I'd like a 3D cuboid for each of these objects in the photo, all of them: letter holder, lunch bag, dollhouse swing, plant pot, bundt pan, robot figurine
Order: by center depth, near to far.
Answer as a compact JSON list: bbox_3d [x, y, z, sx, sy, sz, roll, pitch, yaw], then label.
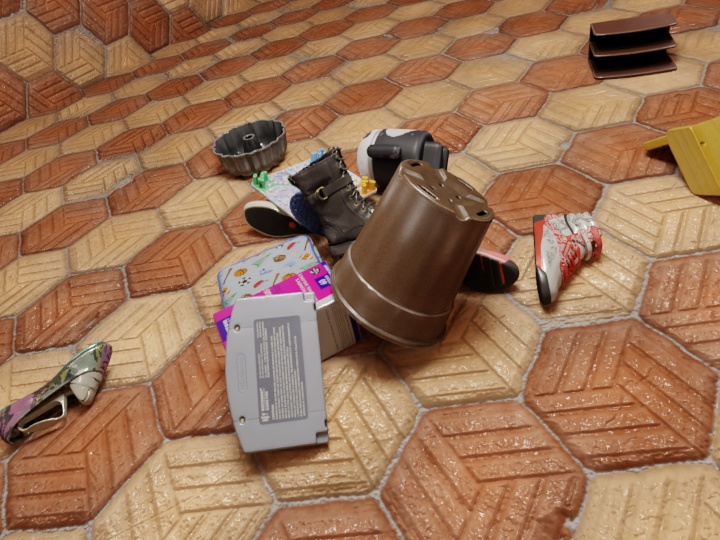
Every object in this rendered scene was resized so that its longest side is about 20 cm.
[{"bbox_3d":[0.082,-0.033,0.791,0.196,0.201,0.202,21,30,-13],"label":"plant pot"},{"bbox_3d":[-0.150,0.020,0.970,0.195,0.077,0.161,-22,36,-8],"label":"lunch bag"},{"bbox_3d":[0.666,-0.212,1.023,0.195,0.176,0.186,-18,79,-6],"label":"dollhouse swing"},{"bbox_3d":[0.087,-0.237,1.166,0.195,0.152,0.127,10,56,27],"label":"robot figurine"},{"bbox_3d":[0.697,-0.571,1.408,0.194,0.102,0.144,-2,41,15],"label":"letter holder"},{"bbox_3d":[-0.277,-0.309,1.416,0.196,0.077,0.204,-9,37,7],"label":"bundt pan"}]

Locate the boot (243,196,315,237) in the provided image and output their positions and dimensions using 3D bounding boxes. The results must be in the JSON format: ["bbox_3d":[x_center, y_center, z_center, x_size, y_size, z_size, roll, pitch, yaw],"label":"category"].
[{"bbox_3d":[-0.140,-0.141,1.171,0.194,0.074,0.146,5,40,10],"label":"boot"}]

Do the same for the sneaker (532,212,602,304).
[{"bbox_3d":[0.331,-0.028,0.875,0.105,0.069,0.203,-3,36,18],"label":"sneaker"}]

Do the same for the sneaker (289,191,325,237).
[{"bbox_3d":[-0.039,-0.100,1.040,0.196,0.071,0.078,25,26,-8],"label":"sneaker"}]

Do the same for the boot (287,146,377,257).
[{"bbox_3d":[-0.012,-0.129,0.946,0.195,0.178,0.069,-20,16,14],"label":"boot"}]

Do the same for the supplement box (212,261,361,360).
[{"bbox_3d":[-0.112,0.088,0.848,0.196,0.105,0.101,-27,40,-13],"label":"supplement box"}]

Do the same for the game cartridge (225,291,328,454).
[{"bbox_3d":[-0.116,0.135,0.744,0.129,0.042,0.206,-6,74,-4],"label":"game cartridge"}]

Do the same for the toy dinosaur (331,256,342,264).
[{"bbox_3d":[0.000,0.000,0.955,0.104,0.062,0.200,-25,16,-8],"label":"toy dinosaur"}]

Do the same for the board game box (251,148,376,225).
[{"bbox_3d":[-0.098,-0.182,1.149,0.197,0.026,0.199,-28,48,-31],"label":"board game box"}]

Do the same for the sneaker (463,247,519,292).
[{"bbox_3d":[0.172,-0.026,0.920,0.195,0.075,0.087,10,42,28],"label":"sneaker"}]

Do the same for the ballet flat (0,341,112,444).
[{"bbox_3d":[-0.469,0.198,0.866,0.198,0.070,0.071,-37,61,-21],"label":"ballet flat"}]
